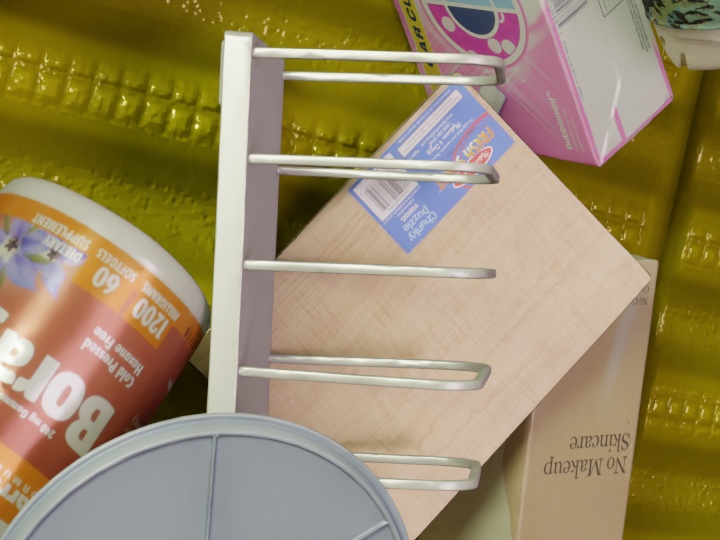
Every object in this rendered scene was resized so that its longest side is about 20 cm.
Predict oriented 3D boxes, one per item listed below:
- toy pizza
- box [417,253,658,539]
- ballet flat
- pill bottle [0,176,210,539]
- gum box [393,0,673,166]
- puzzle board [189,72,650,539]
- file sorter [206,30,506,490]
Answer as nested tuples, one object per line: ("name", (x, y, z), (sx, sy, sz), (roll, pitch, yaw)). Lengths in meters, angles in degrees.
("toy pizza", (-0.072, 0.148, 0.973), (0.199, 0.032, 0.202), (-8, 114, -18))
("box", (0.094, 0.086, 1.243), (0.095, 0.077, 0.202), (-2, 101, -42))
("ballet flat", (0.173, -0.134, 1.134), (0.200, 0.074, 0.075), (-49, 139, -72))
("pill bottle", (-0.160, 0.069, 0.983), (0.112, 0.112, 0.201), (46, 68, -39))
("gum box", (0.069, -0.158, 1.140), (0.066, 0.113, 0.201), (-41, 125, -29))
("puzzle board", (0.031, 0.023, 1.151), (0.151, 0.017, 0.200), (45, 81, -11))
("file sorter", (0.000, 0.000, 1.047), (0.139, 0.124, 0.202), (-2, 96, -85))
